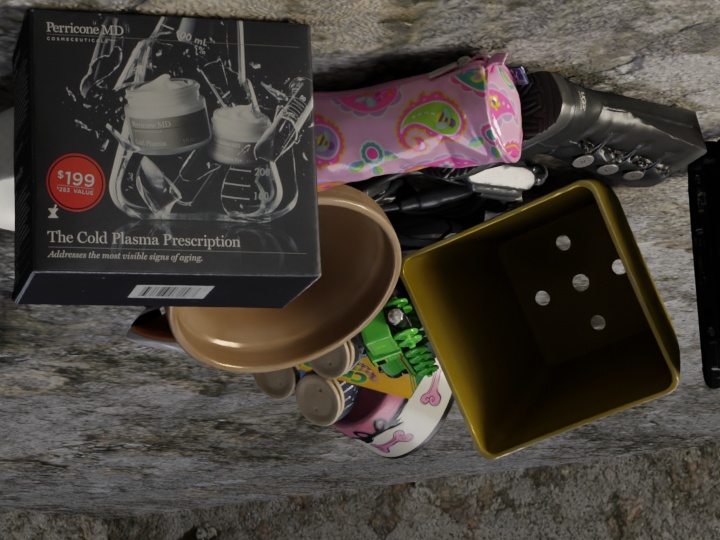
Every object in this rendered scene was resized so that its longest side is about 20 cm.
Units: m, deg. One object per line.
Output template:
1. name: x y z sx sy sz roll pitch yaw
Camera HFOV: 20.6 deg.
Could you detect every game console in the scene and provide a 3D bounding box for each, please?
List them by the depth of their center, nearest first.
1. game console: 0.345 -0.011 1.701 0.116 0.202 0.176 -4 167 9

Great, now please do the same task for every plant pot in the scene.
1. plant pot: -0.074 -0.016 1.637 0.200 0.093 0.202 -15 140 -13
2. plant pot: 0.182 0.028 1.818 0.199 0.201 0.176 -23 -176 23

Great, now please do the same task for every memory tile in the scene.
1. memory tile: -0.061 0.027 1.752 0.153 0.201 0.017 28 -148 26

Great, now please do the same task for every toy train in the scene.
1. toy train: 0.033 0.068 1.811 0.056 0.042 0.200 -20 163 3

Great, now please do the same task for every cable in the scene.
1. cable: 0.050 -0.080 1.703 0.199 0.051 0.163 3 171 -32

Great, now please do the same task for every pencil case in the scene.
1. pencil case: 0.025 -0.109 1.482 0.199 0.088 0.087 -9 166 22

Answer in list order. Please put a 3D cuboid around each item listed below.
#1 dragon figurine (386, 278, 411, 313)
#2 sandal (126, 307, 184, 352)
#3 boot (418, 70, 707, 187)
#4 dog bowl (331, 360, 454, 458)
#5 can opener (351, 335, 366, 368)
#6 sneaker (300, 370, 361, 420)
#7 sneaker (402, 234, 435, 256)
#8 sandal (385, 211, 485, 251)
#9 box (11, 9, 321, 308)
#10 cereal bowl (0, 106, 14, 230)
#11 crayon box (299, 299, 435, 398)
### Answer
1. dragon figurine: 0.000 0.000 1.811 0.199 0.100 0.059 -4 157 -33
2. sandal: -0.196 0.043 2.167 0.079 0.060 0.207 11 -169 12
3. boot: 0.159 -0.103 1.589 0.164 0.066 0.199 -12 169 41
4. dog bowl: 0.024 0.098 2.134 0.073 0.202 0.200 17 158 -34
5. can opener: -0.078 0.026 1.851 0.199 0.054 0.067 34 -162 6
6. sneaker: -0.061 0.068 2.064 0.074 0.201 0.082 -34 -153 -24
7. sneaker: 0.028 0.010 1.999 0.076 0.081 0.200 3 164 -18
8. sandal: 0.020 -0.035 1.854 0.199 0.043 0.076 -6 164 -9
9. box: -0.137 -0.074 1.365 0.199 0.183 0.104 1 166 -17
10. cereal bowl: -0.207 -0.088 1.509 0.198 0.084 0.200 -3 167 -1
11. crayon box: -0.021 0.048 1.947 0.199 0.059 0.119 16 138 -12
